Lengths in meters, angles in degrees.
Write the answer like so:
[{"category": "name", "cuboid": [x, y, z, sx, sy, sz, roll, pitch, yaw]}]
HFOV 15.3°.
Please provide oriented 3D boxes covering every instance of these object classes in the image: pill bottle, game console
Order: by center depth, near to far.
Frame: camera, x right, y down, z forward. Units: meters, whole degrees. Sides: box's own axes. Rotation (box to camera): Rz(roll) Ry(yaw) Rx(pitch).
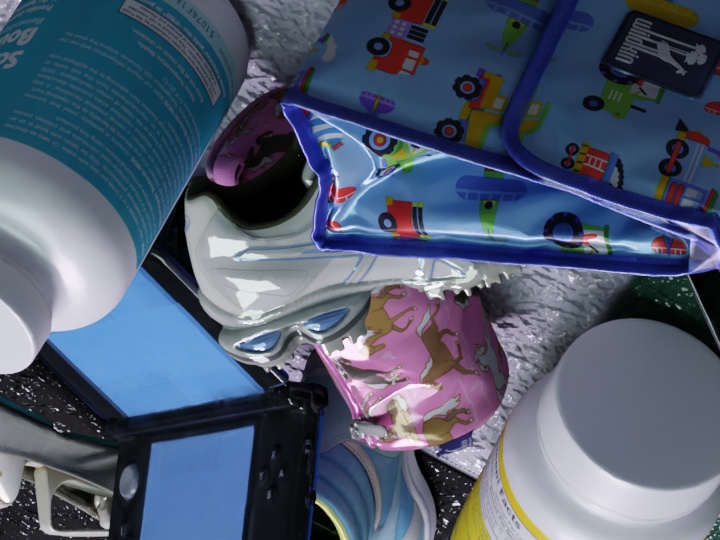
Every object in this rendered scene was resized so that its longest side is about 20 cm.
[{"category": "pill bottle", "cuboid": [-0.136, -0.050, 1.222, 0.110, 0.200, 0.111, 17, 143, 13]}, {"category": "pill bottle", "cuboid": [0.116, 0.116, 1.345, 0.114, 0.114, 0.200, 25, 145, 2]}, {"category": "game console", "cuboid": [-0.117, 0.090, 1.371, 0.118, 0.171, 0.200, 14, 165, -30]}]

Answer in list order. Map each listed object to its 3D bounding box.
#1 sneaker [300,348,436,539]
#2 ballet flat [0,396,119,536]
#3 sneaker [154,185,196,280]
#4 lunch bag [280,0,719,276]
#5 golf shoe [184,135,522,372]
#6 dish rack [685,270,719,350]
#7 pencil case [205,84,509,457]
[{"category": "sneaker", "cuboid": [-0.017, 0.145, 1.453, 0.079, 0.131, 0.200, 11, 142, 19]}, {"category": "ballet flat", "cuboid": [-0.184, 0.113, 1.523, 0.200, 0.064, 0.067, 23, 161, -34]}, {"category": "sneaker", "cuboid": [-0.124, -0.017, 1.375, 0.104, 0.060, 0.200, 32, 152, -11]}, {"category": "lunch bag", "cuboid": [0.092, -0.073, 1.089, 0.199, 0.151, 0.094, 12, 142, 21]}, {"category": "golf shoe", "cuboid": [0.016, -0.035, 1.188, 0.199, 0.078, 0.097, -25, 119, -5]}, {"category": "dish rack", "cuboid": [0.220, 0.006, 1.125, 0.200, 0.054, 0.154, 1, 123, 59]}, {"category": "pencil case", "cuboid": [0.000, 0.000, 1.295, 0.083, 0.087, 0.200, -11, 128, 24]}]
